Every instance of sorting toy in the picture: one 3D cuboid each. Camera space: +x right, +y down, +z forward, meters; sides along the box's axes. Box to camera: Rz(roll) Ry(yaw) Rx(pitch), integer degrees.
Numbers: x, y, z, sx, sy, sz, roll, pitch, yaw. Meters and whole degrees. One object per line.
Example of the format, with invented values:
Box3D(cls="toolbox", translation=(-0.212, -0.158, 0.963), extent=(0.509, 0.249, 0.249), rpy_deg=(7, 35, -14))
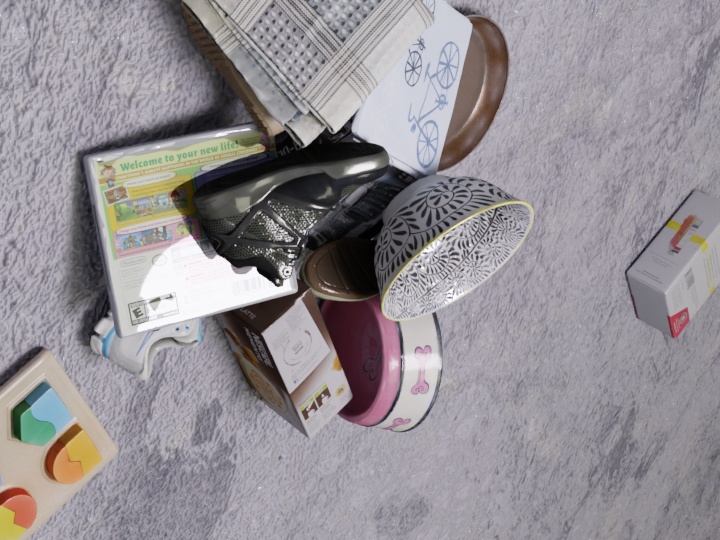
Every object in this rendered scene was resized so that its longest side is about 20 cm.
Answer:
Box3D(cls="sorting toy", translation=(-0.350, 0.202, 1.391), extent=(0.185, 0.036, 0.201), rpy_deg=(-44, 141, -20))

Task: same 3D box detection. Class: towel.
Box3D(cls="towel", translation=(-0.045, -0.247, 1.285), extent=(0.200, 0.034, 0.193), rpy_deg=(-47, 112, -14))

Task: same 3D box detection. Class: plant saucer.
Box3D(cls="plant saucer", translation=(0.106, -0.218, 1.640), extent=(0.199, 0.032, 0.202), rpy_deg=(-28, 134, -34))

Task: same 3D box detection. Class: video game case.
Box3D(cls="video game case", translation=(-0.167, -0.044, 1.354), extent=(0.198, 0.022, 0.184), rpy_deg=(-14, 103, -25))

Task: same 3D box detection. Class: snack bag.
Box3D(cls="snack bag", translation=(0.053, -0.203, 1.424), extent=(0.200, 0.021, 0.190), rpy_deg=(20, 84, -60))

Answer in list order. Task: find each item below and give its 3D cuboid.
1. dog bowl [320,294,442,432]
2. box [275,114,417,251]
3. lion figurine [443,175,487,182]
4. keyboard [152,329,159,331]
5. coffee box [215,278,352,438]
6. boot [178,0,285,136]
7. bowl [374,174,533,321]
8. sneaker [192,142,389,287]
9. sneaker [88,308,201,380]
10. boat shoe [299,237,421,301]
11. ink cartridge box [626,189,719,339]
Box3D(cls="dog bowl", translation=(0.014, 0.098, 1.627), extent=(0.073, 0.200, 0.202), rpy_deg=(-3, 118, -33))
Box3D(cls="box", translation=(-0.025, -0.095, 1.495), extent=(0.157, 0.050, 0.200), rpy_deg=(-35, 150, 17))
Box3D(cls="lion figurine", translation=(0.090, -0.046, 1.637), extent=(0.072, 0.200, 0.124), rpy_deg=(17, 80, -23))
Box3D(cls="keyboard", translation=(-0.179, -0.042, 1.371), extent=(0.200, 0.104, 0.040), rpy_deg=(-49, -176, -14))
Box3D(cls="coffee box", translation=(-0.093, 0.085, 1.547), extent=(0.080, 0.114, 0.201), rpy_deg=(-42, 141, -20))
Box3D(cls="boot", translation=(-0.077, -0.253, 1.336), extent=(0.166, 0.072, 0.201), rpy_deg=(-42, 121, -16))
Box3D(cls="bowl", translation=(0.084, -0.042, 1.487), extent=(0.200, 0.095, 0.201), rpy_deg=(-29, 157, -14))
Box3D(cls="sneaker", translation=(-0.058, -0.058, 1.344), extent=(0.198, 0.076, 0.115), rpy_deg=(-21, 113, -8))
Box3D(cls="sneaker", translation=(-0.186, 0.033, 1.412), extent=(0.200, 0.086, 0.075), rpy_deg=(-49, 165, -10))
Box3D(cls="boat shoe", translation=(0.000, 0.000, 1.552), extent=(0.199, 0.076, 0.072), rpy_deg=(-8, 84, -41))
Box3D(cls="ink cartridge box", translation=(0.545, -0.011, 2.253), extent=(0.200, 0.083, 0.146), rpy_deg=(-47, 142, -16))
